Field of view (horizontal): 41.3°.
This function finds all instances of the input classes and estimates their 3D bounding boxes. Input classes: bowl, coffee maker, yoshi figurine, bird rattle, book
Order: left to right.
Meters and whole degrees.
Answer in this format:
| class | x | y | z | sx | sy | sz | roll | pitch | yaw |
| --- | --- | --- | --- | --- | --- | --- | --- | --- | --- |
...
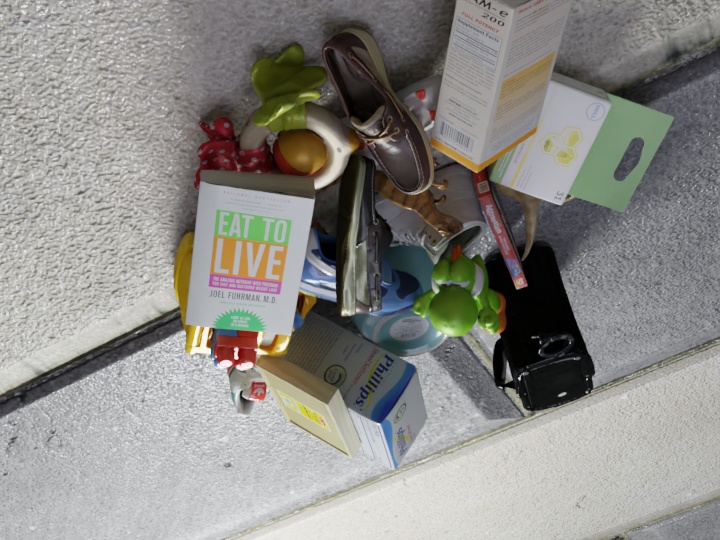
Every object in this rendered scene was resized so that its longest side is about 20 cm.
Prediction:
| class | x | y | z | sx | sy | sz | roll | pitch | yaw |
| --- | --- | --- | --- | --- | --- | --- | --- | --- | --- |
| book | -0.132 | -0.018 | 1.123 | 0.131 | 0.048 | 0.202 | 5 | 125 | -10 |
| bird rattle | -0.093 | -0.142 | 1.093 | 0.162 | 0.114 | 0.200 | 27 | 126 | -24 |
| bowl | 0.067 | 0.049 | 1.375 | 0.197 | 0.106 | 0.202 | -7 | 141 | -6 |
| yoshi figurine | 0.127 | 0.046 | 1.214 | 0.112 | 0.113 | 0.200 | -34 | 158 | 8 |
| coffee maker | 0.257 | 0.066 | 1.365 | 0.132 | 0.202 | 0.193 | -4 | 142 | -12 |

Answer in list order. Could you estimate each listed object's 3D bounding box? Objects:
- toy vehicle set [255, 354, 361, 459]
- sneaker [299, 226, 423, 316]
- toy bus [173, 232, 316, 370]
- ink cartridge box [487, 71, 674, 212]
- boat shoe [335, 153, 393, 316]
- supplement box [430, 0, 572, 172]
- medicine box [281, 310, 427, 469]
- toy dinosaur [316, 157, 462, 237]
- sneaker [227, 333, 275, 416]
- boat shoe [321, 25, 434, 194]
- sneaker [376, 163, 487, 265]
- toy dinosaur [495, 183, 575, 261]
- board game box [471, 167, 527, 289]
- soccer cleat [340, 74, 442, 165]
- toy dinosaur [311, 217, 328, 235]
| class | x | y | z | sx | sy | sz | roll | pitch | yaw |
| --- | --- | --- | --- | --- | --- | --- | --- | --- | --- |
| toy vehicle set | -0.070 | 0.191 | 1.346 | 0.123 | 0.027 | 0.201 | 26 | 157 | 23 |
| sneaker | 0.000 | 0.000 | 1.235 | 0.197 | 0.074 | 0.083 | 14 | 122 | -23 |
| toy bus | -0.142 | 0.053 | 1.262 | 0.197 | 0.194 | 0.137 | 3 | 137 | -19 |
| ink cartridge box | 0.273 | -0.151 | 1.178 | 0.197 | 0.048 | 0.147 | 18 | 119 | -9 |
| boat shoe | 0.007 | -0.041 | 1.149 | 0.065 | 0.072 | 0.204 | 0 | 113 | -13 |
| supplement box | 0.153 | -0.226 | 1.037 | 0.125 | 0.073 | 0.202 | -34 | 146 | -38 |
| medicine box | -0.014 | 0.177 | 1.410 | 0.198 | 0.103 | 0.183 | 26 | 156 | 22 |
| toy dinosaur | 0.042 | -0.110 | 1.192 | 0.198 | 0.107 | 0.060 | 26 | 168 | 21 |
| sneaker | -0.146 | 0.143 | 1.441 | 0.069 | 0.094 | 0.200 | 12 | 135 | -26 |
| boat shoe | 0.015 | -0.168 | 1.058 | 0.071 | 0.072 | 0.202 | -16 | 107 | 32 |
| sneaker | 0.069 | -0.050 | 1.250 | 0.198 | 0.117 | 0.074 | -26 | 142 | 18 |
| toy dinosaur | 0.231 | -0.114 | 1.268 | 0.100 | 0.059 | 0.202 | -11 | 127 | 15 |
| board game box | 0.180 | -0.072 | 1.260 | 0.019 | 0.104 | 0.201 | -17 | 140 | 12 |
| soccer cleat | 0.031 | -0.173 | 1.141 | 0.198 | 0.078 | 0.070 | -22 | 105 | 33 |
| toy dinosaur | -0.113 | -0.090 | 1.221 | 0.106 | 0.061 | 0.200 | -39 | 130 | -1 |
